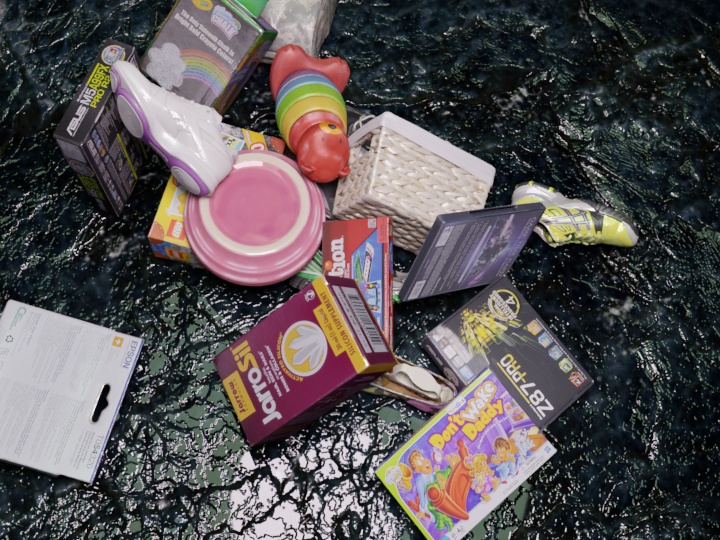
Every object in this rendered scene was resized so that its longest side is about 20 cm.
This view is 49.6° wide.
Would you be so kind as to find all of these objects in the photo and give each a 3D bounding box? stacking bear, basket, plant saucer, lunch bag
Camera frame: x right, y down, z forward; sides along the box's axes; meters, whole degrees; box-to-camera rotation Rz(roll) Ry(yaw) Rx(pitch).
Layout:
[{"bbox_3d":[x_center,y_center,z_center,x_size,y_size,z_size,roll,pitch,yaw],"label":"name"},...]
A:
[{"bbox_3d":[-0.064,-0.209,1.111,0.119,0.115,0.203,9,43,-26],"label":"stacking bear"},{"bbox_3d":[0.072,-0.111,1.106,0.197,0.135,0.126,22,71,-23],"label":"basket"},{"bbox_3d":[-0.144,-0.082,1.064,0.195,0.051,0.205,3,67,-7],"label":"plant saucer"},{"bbox_3d":[-0.142,-0.407,1.229,0.195,0.140,0.171,13,67,1],"label":"lunch bag"}]

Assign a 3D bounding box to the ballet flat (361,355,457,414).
[{"bbox_3d":[0.044,0.140,1.067,0.196,0.072,0.070,20,63,3],"label":"ballet flat"}]

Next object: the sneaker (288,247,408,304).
[{"bbox_3d":[0.000,0.000,1.102,0.195,0.078,0.087,11,92,-2],"label":"sneaker"}]

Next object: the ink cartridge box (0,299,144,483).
[{"bbox_3d":[-0.409,0.161,1.031,0.195,0.043,0.200,16,66,-1],"label":"ink cartridge box"}]

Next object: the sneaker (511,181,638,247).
[{"bbox_3d":[0.320,-0.066,1.183,0.196,0.076,0.078,18,74,13],"label":"sneaker"}]

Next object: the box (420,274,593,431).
[{"bbox_3d":[0.205,0.130,1.097,0.160,0.049,0.201,-33,76,-19],"label":"box"}]

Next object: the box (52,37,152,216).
[{"bbox_3d":[-0.346,-0.193,1.091,0.043,0.201,0.163,17,68,4],"label":"box"}]

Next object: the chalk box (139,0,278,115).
[{"bbox_3d":[-0.203,-0.336,1.119,0.124,0.124,0.201,38,104,-6],"label":"chalk box"}]

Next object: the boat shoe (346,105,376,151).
[{"bbox_3d":[0.015,-0.219,1.210,0.197,0.068,0.073,27,69,10],"label":"boat shoe"}]

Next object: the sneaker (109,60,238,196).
[{"bbox_3d":[-0.243,-0.195,1.018,0.201,0.074,0.100,50,60,-16],"label":"sneaker"}]

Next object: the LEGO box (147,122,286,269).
[{"bbox_3d":[-0.203,-0.105,1.136,0.145,0.077,0.204,14,68,0],"label":"LEGO box"}]

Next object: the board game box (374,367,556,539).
[{"bbox_3d":[0.134,0.245,1.009,0.199,0.045,0.135,-42,83,0],"label":"board game box"}]

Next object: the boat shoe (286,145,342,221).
[{"bbox_3d":[-0.058,-0.142,1.177,0.066,0.057,0.203,-23,72,-14],"label":"boat shoe"}]

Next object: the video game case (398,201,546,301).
[{"bbox_3d":[0.154,-0.027,1.070,0.197,0.144,0.019,-11,50,-37],"label":"video game case"}]

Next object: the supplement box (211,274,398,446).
[{"bbox_3d":[-0.072,0.115,1.001,0.199,0.103,0.133,-37,72,19],"label":"supplement box"}]

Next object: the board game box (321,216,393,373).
[{"bbox_3d":[-0.005,0.033,1.044,0.101,0.019,0.206,-3,84,27],"label":"board game box"}]
